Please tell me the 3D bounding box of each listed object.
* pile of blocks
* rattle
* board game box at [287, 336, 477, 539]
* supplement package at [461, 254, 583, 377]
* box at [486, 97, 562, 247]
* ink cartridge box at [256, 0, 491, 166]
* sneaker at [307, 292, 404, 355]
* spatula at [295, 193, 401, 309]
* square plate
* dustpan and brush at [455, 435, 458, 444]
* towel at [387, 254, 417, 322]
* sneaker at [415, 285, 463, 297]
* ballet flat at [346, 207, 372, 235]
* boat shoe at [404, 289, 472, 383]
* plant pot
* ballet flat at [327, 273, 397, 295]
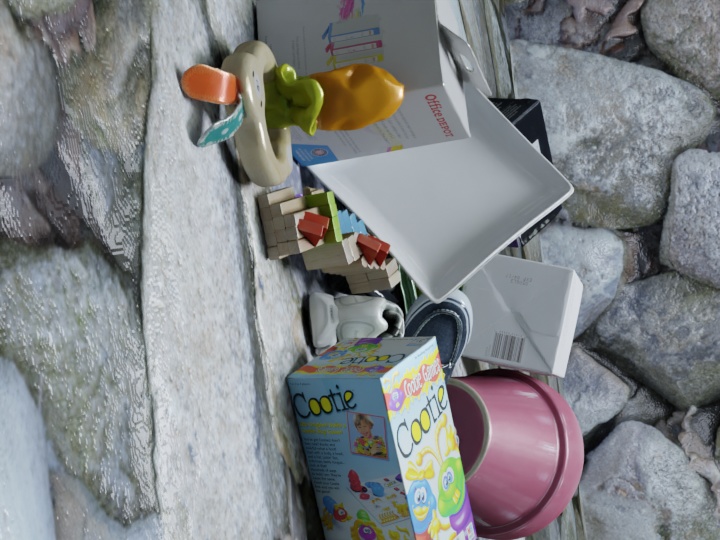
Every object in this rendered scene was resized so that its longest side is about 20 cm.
[{"bbox_3d":[-0.014,-0.034,1.407,0.200,0.062,0.083,25,62,-56],"label":"pile of blocks"},{"bbox_3d":[-0.052,-0.138,1.270,0.200,0.142,0.131,50,51,-77],"label":"rattle"},{"bbox_3d":[0.022,0.171,1.384,0.103,0.104,0.201,-32,114,-52],"label":"board game box"},{"bbox_3d":[0.184,0.054,1.764,0.200,0.120,0.121,24,78,-77],"label":"supplement package"},{"bbox_3d":[0.122,-0.121,1.825,0.104,0.199,0.149,-40,124,-41],"label":"box"},{"bbox_3d":[0.016,-0.192,1.444,0.129,0.199,0.126,50,33,-68],"label":"ink cartridge box"},{"bbox_3d":[0.009,0.065,1.517,0.200,0.081,0.076,41,40,-73],"label":"sneaker"},{"bbox_3d":[-0.011,-0.007,1.491,0.200,0.020,0.057,46,42,-46],"label":"spatula"},{"bbox_3d":[0.078,-0.091,1.530,0.200,0.198,0.028,47,-20,12],"label":"square plate"},{"bbox_3d":[0.026,0.179,1.501,0.057,0.139,0.201,-33,149,-46],"label":"dustpan and brush"},{"bbox_3d":[0.051,0.034,1.751,0.200,0.023,0.154,-102,-179,-78],"label":"towel"},{"bbox_3d":[0.101,0.014,1.814,0.200,0.083,0.075,-101,179,-71],"label":"sneaker"},{"bbox_3d":[0.007,-0.086,1.653,0.200,0.070,0.071,52,32,-65],"label":"ballet flat"},{"bbox_3d":[0.062,0.114,1.576,0.091,0.070,0.201,-78,-171,-52],"label":"boat shoe"},{"bbox_3d":[0.130,0.201,1.749,0.179,0.199,0.201,25,55,-55],"label":"plant pot"},{"bbox_3d":[0.000,0.000,1.623,0.067,0.057,0.200,56,4,10],"label":"ballet flat"}]
